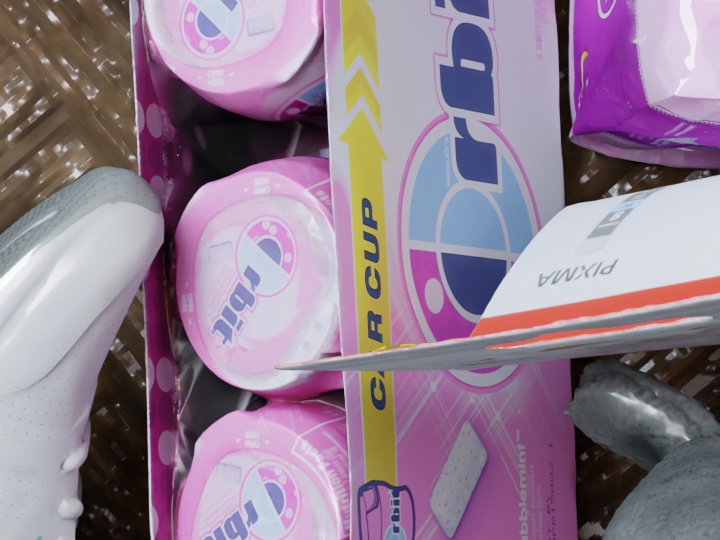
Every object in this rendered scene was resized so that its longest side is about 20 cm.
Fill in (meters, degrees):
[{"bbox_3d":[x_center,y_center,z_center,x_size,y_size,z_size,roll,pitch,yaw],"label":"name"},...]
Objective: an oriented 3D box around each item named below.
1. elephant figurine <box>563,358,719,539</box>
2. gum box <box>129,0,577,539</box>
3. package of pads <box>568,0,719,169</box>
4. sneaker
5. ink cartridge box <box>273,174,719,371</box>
[{"bbox_3d":[0.090,0.152,0.671,0.141,0.155,0.201,18,105,-5],"label":"elephant figurine"},{"bbox_3d":[0.000,0.000,0.774,0.066,0.113,0.201,-6,83,34],"label":"gum box"},{"bbox_3d":[0.101,-0.130,0.777,0.075,0.120,0.201,3,85,-8],"label":"package of pads"},{"bbox_3d":[-0.099,0.064,0.750,0.080,0.070,0.201,32,104,-7],"label":"sneaker"},{"bbox_3d":[0.098,-0.009,0.700,0.159,0.199,0.048,-11,84,41],"label":"ink cartridge box"}]
